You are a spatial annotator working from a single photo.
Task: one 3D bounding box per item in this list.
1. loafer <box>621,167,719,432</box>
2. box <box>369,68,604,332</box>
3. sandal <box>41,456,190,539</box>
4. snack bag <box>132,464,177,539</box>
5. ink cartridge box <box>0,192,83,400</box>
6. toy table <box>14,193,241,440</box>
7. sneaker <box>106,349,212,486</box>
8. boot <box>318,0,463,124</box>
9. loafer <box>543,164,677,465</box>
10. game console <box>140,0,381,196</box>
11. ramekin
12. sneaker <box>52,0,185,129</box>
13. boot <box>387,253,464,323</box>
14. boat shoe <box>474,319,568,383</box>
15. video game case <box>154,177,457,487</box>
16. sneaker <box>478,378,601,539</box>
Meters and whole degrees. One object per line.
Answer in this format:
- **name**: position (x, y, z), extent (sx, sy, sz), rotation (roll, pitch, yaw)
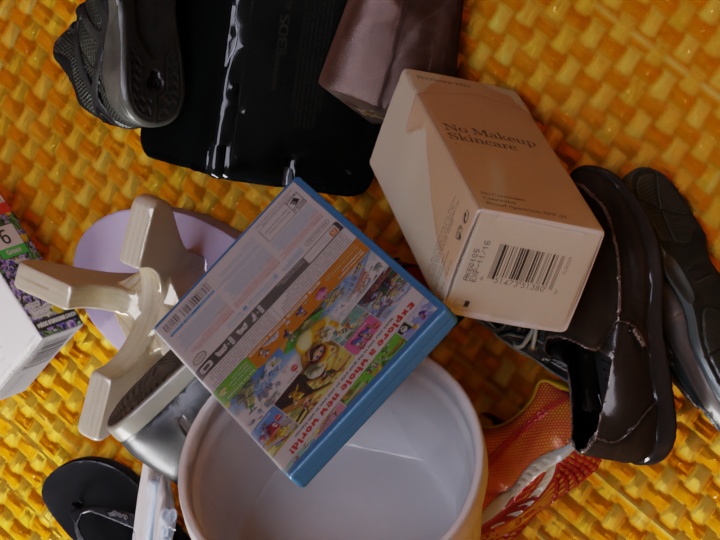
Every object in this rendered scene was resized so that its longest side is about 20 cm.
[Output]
- **loafer**: position (0.216, 0.031, 1.557), extent (0.063, 0.072, 0.201), rotation (-38, 71, 44)
- **box**: position (0.079, -0.049, 1.532), extent (0.200, 0.094, 0.078), rotation (-115, 39, -55)
- **sandal**: position (-0.170, 0.215, 1.794), extent (0.200, 0.043, 0.076), rotation (39, 112, 19)
- **snack bag**: position (-0.157, 0.235, 1.681), extent (0.021, 0.200, 0.190), rotation (8, 99, -8)
- **ink cartridge box**: position (-0.307, -0.007, 1.825), extent (0.201, 0.050, 0.109), rotation (56, 132, 12)
- **toy table**: position (-0.153, 0.028, 1.721), extent (0.199, 0.117, 0.185), rotation (10, 101, 26)
- **sneaker**: position (-0.069, 0.075, 1.607), extent (0.200, 0.075, 0.106), rotation (-41, 107, 16)
- **boot**: position (-0.007, -0.205, 1.610), extent (0.185, 0.064, 0.201), rotation (15, 103, 0)
- **loafer**: position (0.155, 0.030, 1.519), extent (0.073, 0.071, 0.201), rotation (-21, 79, 60)
- **game console**: position (-0.066, -0.167, 1.698), extent (0.175, 0.116, 0.201), rotation (7, 98, -3)
- **ramekin**: position (-0.012, 0.151, 1.518), extent (0.199, 0.200, 0.105), rotation (23, 149, 24)
- **sneaker**: position (-0.180, -0.203, 1.714), extent (0.114, 0.076, 0.201), rotation (-1, 91, 52)
- **boot**: position (0.000, 0.000, 1.602), extent (0.145, 0.072, 0.200), rotation (54, 155, 0)
- **boat shoe**: position (0.116, 0.030, 1.599), extent (0.199, 0.071, 0.072), rotation (31, 110, 21)
- **video game case**: position (-0.039, 0.035, 1.499), extent (0.143, 0.018, 0.200), rotation (-46, 41, -1)
- **sneaker**: position (0.089, 0.148, 1.640), extent (0.200, 0.073, 0.077), rotation (-39, 57, 27)
